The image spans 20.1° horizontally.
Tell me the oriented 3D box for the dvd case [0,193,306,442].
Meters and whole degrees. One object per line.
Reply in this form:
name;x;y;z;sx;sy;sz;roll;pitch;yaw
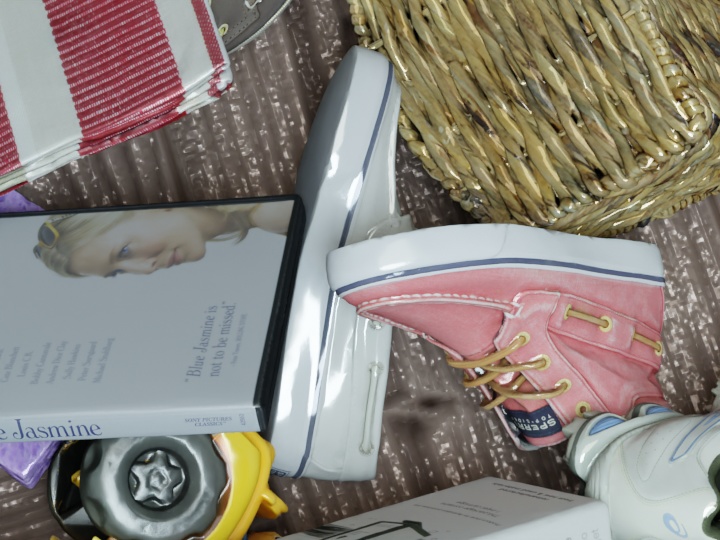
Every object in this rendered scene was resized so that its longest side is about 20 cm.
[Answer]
dvd case;-0.128;0.020;0.872;0.199;0.018;0.143;-4;38;10

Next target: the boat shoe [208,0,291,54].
boat shoe;-0.093;-0.127;0.966;0.200;0.060;0.072;-37;92;-3

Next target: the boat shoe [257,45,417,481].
boat shoe;0.000;0.000;0.938;0.065;0.072;0.201;10;89;-13

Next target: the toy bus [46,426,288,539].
toy bus;-0.075;0.165;0.883;0.192;0.136;0.200;37;74;-8

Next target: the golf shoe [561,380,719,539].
golf shoe;0.187;0.082;0.902;0.200;0.097;0.079;-21;110;-32

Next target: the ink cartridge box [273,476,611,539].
ink cartridge box;0.008;0.180;0.824;0.199;0.084;0.147;-13;100;-36

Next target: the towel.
towel;-0.165;-0.099;0.927;0.199;0.023;0.144;-24;59;5

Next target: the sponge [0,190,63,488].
sponge;-0.205;0.002;0.959;0.200;0.030;0.112;33;76;6

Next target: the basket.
basket;0.092;-0.112;0.986;0.143;0.149;0.201;-31;78;25

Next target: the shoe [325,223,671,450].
shoe;0.069;0.033;0.905;0.200;0.071;0.091;3;77;-44
